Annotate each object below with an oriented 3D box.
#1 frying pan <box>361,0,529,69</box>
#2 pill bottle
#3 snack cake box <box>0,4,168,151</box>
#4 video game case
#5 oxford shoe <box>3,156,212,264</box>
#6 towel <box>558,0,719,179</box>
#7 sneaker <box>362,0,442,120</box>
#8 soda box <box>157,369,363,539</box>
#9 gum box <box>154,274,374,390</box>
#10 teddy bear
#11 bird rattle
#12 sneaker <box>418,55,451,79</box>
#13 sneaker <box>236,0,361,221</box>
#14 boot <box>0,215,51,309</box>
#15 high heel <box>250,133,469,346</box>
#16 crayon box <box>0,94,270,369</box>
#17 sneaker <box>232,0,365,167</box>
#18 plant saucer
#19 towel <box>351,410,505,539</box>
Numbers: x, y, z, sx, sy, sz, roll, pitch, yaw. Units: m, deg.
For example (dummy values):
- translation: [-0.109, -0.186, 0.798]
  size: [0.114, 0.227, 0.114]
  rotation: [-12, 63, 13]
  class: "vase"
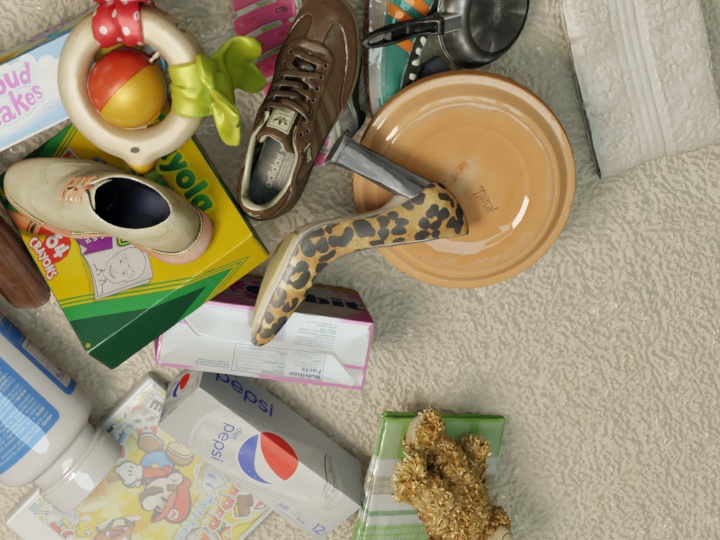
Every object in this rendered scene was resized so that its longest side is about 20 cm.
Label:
- translation: [0.087, -0.236, 1.581]
  size: [0.190, 0.031, 0.116]
  rotation: [3, 106, -48]
  class: "frying pan"
- translation: [-0.314, 0.123, 1.623]
  size: [0.112, 0.112, 0.200]
  rotation: [-44, 102, 5]
  class: "pill bottle"
- translation: [-0.260, -0.171, 1.555]
  size: [0.199, 0.115, 0.067]
  rotation: [-26, 107, -1]
  class: "snack cake box"
- translation: [-0.204, 0.226, 1.719]
  size: [0.200, 0.023, 0.182]
  rotation: [-45, 107, 5]
  class: "video game case"
- translation: [-0.220, -0.064, 1.505]
  size: [0.199, 0.074, 0.071]
  rotation: [13, 74, 22]
  class: "oxford shoe"
- translation: [0.260, -0.195, 1.665]
  size: [0.132, 0.034, 0.201]
  rotation: [-17, 107, -3]
  class: "towel"
- translation: [0.044, -0.227, 1.605]
  size: [0.079, 0.071, 0.201]
  rotation: [2, 104, -5]
  class: "sneaker"
- translation: [-0.090, 0.163, 1.681]
  size: [0.200, 0.068, 0.063]
  rotation: [39, 117, -19]
  class: "soda box"
- translation: [-0.085, 0.050, 1.640]
  size: [0.199, 0.114, 0.066]
  rotation: [8, 104, -10]
  class: "gum box"
- translation: [0.089, 0.217, 1.678]
  size: [0.066, 0.145, 0.201]
  rotation: [-9, 115, 28]
  class: "teddy bear"
- translation: [-0.179, -0.167, 1.460]
  size: [0.200, 0.113, 0.163]
  rotation: [40, 113, -14]
  class: "bird rattle"
- translation: [0.070, -0.091, 1.646]
  size: [0.082, 0.070, 0.201]
  rotation: [-17, 106, -7]
  class: "sneaker"
- translation: [-0.051, -0.133, 1.518]
  size: [0.070, 0.076, 0.201]
  rotation: [19, 104, 5]
  class: "sneaker"
- translation: [-0.363, -0.057, 1.590]
  size: [0.064, 0.186, 0.200]
  rotation: [-45, 137, -8]
  class: "boot"
- translation: [0.000, 0.000, 1.563]
  size: [0.142, 0.071, 0.201]
  rotation: [28, 91, -14]
  class: "high heel"
- translation: [-0.200, -0.046, 1.566]
  size: [0.172, 0.058, 0.200]
  rotation: [-36, 64, 4]
  class: "crayon box"
- translation: [-0.048, -0.195, 1.598]
  size: [0.074, 0.087, 0.201]
  rotation: [-14, 98, 37]
  class: "sneaker"
- translation: [0.092, -0.077, 1.607]
  size: [0.199, 0.032, 0.201]
  rotation: [0, 111, 0]
  class: "plant saucer"
- translation: [0.059, 0.232, 1.740]
  size: [0.149, 0.031, 0.201]
  rotation: [4, 104, -34]
  class: "towel"
